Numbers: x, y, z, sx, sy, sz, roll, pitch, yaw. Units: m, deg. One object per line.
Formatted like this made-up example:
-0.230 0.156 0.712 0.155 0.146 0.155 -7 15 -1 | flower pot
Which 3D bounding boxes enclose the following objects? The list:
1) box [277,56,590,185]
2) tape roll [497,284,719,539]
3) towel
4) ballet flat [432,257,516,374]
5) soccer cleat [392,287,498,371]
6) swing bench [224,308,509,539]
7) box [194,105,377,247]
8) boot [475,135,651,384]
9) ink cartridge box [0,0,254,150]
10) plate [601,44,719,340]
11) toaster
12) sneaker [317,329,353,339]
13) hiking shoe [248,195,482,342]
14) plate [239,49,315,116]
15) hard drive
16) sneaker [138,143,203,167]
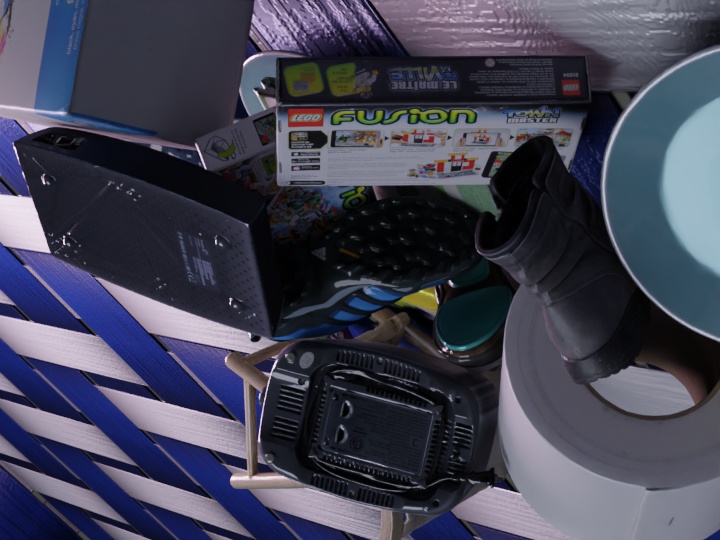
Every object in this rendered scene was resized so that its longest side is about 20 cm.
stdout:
0.044 -0.097 1.121 0.198 0.035 0.110 0 154 -3 | box
0.198 0.083 1.203 0.202 0.203 0.139 28 156 16 | tape roll
0.024 -0.077 1.294 0.199 0.023 0.153 18 154 31 | towel
0.092 0.032 1.308 0.067 0.200 0.069 -16 117 10 | ballet flat
0.064 0.004 1.441 0.199 0.065 0.084 33 129 15 | soccer cleat
0.019 0.128 1.507 0.199 0.198 0.131 15 115 38 | swing bench
-0.044 -0.050 1.271 0.200 0.109 0.035 69 178 -58 | box
0.144 -0.037 1.086 0.069 0.200 0.132 -23 115 31 | boot
-0.199 -0.175 1.246 0.199 0.146 0.147 11 -179 45 | ink cartridge box
0.241 -0.044 1.003 0.199 0.026 0.202 10 120 17 | plate
0.027 0.116 1.309 0.198 0.115 0.129 12 -174 16 | toaster
-0.050 0.033 1.610 0.087 0.075 0.200 34 171 32 | sneaker
0.000 0.000 1.283 0.198 0.075 0.087 -14 159 5 | hiking shoe
-0.007 -0.108 1.335 0.199 0.026 0.201 29 158 13 | plate
-0.146 -0.032 1.220 0.199 0.042 0.135 19 143 23 | hard drive
-0.145 -0.106 1.488 0.084 0.075 0.200 -20 123 45 | sneaker
